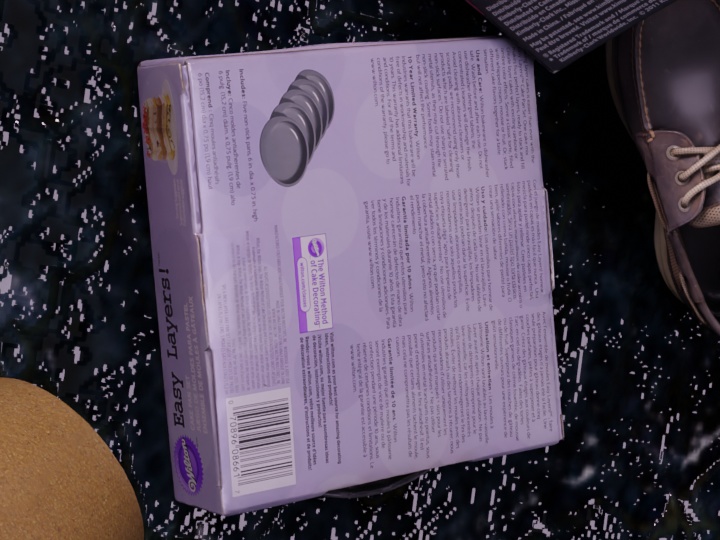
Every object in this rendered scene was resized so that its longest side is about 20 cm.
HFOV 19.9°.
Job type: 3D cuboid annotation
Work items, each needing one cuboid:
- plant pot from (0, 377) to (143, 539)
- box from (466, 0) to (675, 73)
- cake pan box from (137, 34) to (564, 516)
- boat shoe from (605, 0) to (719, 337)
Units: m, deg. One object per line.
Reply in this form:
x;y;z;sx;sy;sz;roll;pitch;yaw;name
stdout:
-0.174;0.130;0.725;0.200;0.186;0.187;-40;114;-39;plant pot
0.059;-0.200;0.867;0.200;0.106;0.123;37;44;-29;box
0.000;0.000;0.896;0.184;0.052;0.201;-10;98;-31;cake pan box
0.167;-0.050;0.952;0.074;0.073;0.200;-22;126;1;boat shoe
